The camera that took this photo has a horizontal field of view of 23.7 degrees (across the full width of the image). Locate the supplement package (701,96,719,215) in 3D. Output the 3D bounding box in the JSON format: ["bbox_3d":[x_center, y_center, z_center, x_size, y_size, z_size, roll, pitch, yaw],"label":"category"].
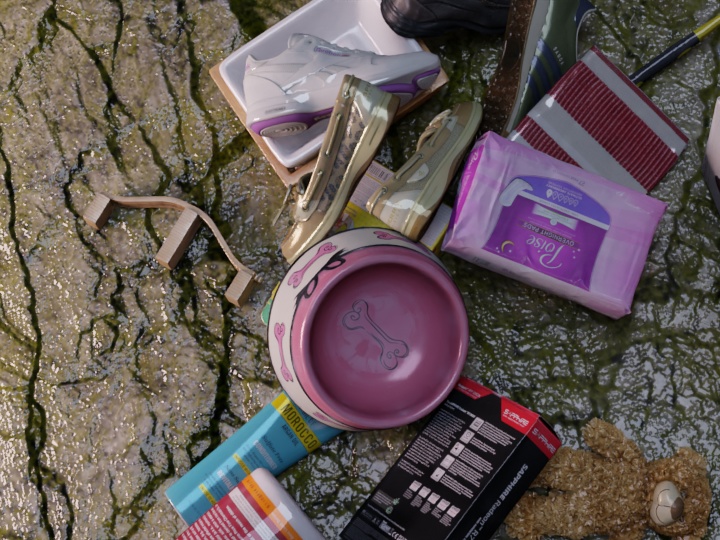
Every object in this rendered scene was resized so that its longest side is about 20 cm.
[{"bbox_3d":[0.426,-0.062,1.603,0.146,0.191,0.201,-18,71,1],"label":"supplement package"}]

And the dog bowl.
[{"bbox_3d":[0.015,0.062,1.631,0.199,0.074,0.202,-2,98,-16],"label":"dog bowl"}]

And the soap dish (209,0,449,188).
[{"bbox_3d":[-0.031,-0.194,1.763,0.199,0.081,0.158,-34,72,-4],"label":"soap dish"}]

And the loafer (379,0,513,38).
[{"bbox_3d":[0.119,-0.284,1.740,0.199,0.072,0.073,-16,65,-31],"label":"loafer"}]

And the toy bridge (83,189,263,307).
[{"bbox_3d":[-0.185,-0.034,1.762,0.199,0.027,0.067,27,77,14],"label":"toy bridge"}]

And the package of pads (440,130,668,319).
[{"bbox_3d":[0.185,-0.042,1.651,0.199,0.076,0.121,21,82,-7],"label":"package of pads"}]

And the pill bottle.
[{"bbox_3d":[-0.132,0.289,1.609,0.200,0.113,0.113,-40,72,-6],"label":"pill bottle"}]

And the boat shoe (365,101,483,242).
[{"bbox_3d":[0.067,-0.109,1.691,0.063,0.073,0.201,26,48,3],"label":"boat shoe"}]

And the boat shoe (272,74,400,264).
[{"bbox_3d":[-0.032,-0.096,1.653,0.062,0.073,0.201,29,110,-6],"label":"boat shoe"}]

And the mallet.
[{"bbox_3d":[0.351,-0.240,1.756,0.200,0.066,0.041,-38,70,11],"label":"mallet"}]

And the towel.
[{"bbox_3d":[0.216,-0.105,1.709,0.144,0.023,0.200,44,81,-5],"label":"towel"}]

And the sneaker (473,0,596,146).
[{"bbox_3d":[0.184,-0.196,1.741,0.089,0.067,0.201,13,95,-26],"label":"sneaker"}]

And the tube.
[{"bbox_3d":[-0.097,0.175,1.675,0.200,0.050,0.078,-38,112,-6],"label":"tube"}]

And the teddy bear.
[{"bbox_3d":[0.229,0.211,1.610,0.199,0.067,0.146,20,79,14],"label":"teddy bear"}]

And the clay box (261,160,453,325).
[{"bbox_3d":[0.000,0.000,1.716,0.115,0.048,0.201,32,81,16],"label":"clay box"}]

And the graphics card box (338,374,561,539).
[{"bbox_3d":[0.083,0.205,1.609,0.200,0.051,0.125,-51,37,-10],"label":"graphics card box"}]

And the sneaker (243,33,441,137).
[{"bbox_3d":[-0.022,-0.197,1.680,0.199,0.075,0.100,-12,73,4],"label":"sneaker"}]
